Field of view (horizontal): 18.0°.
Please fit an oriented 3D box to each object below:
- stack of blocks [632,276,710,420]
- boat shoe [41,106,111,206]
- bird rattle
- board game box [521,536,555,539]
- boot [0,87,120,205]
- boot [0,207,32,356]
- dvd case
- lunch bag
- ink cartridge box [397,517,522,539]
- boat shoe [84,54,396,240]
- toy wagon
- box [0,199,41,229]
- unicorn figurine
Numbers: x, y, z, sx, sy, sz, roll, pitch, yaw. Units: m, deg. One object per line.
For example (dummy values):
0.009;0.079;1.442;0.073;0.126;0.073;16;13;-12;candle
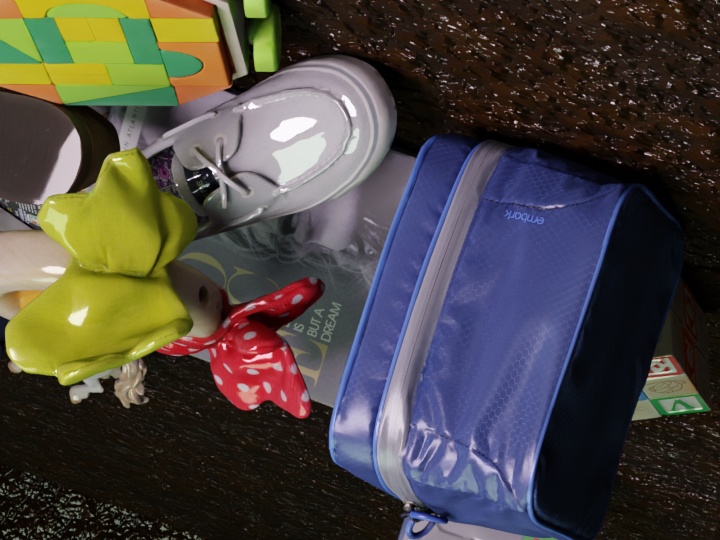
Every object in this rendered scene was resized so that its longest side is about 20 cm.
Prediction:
0.096;0.055;1.296;0.198;0.059;0.115;-9;155;21;stack of blocks
-0.153;-0.063;1.276;0.074;0.069;0.200;-28;146;27;boat shoe
-0.114;0.008;1.136;0.162;0.114;0.200;5;173;27;bird rattle
0.132;0.237;1.761;0.029;0.201;0.135;19;165;9;board game box
-0.215;-0.084;1.159;0.199;0.074;0.075;22;-166;14;boot
-0.278;-0.013;1.455;0.072;0.091;0.200;10;163;37;boot
-0.053;-0.015;1.230;0.199;0.150;0.016;20;-162;4;dvd case
0.065;0.041;1.136;0.131;0.201;0.136;15;170;25;lunch bag
0.111;0.277;2.197;0.135;0.077;0.200;18;167;9;ink cartridge box
-0.069;-0.052;1.141;0.199;0.068;0.072;-13;103;40;boat shoe
-0.114;-0.110;1.062;0.154;0.040;0.200;1;164;2;toy wagon
-0.253;-0.089;1.415;0.159;0.045;0.200;20;166;0;box
-0.275;0.059;1.959;0.198;0.074;0.138;7;157;-6;unicorn figurine
